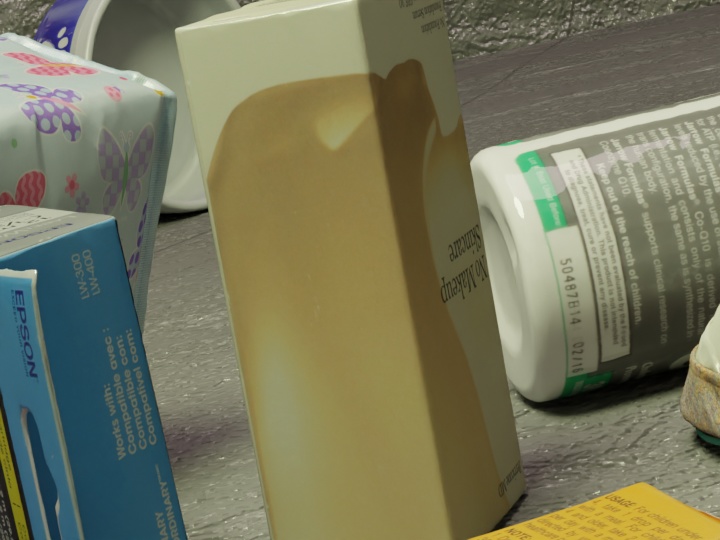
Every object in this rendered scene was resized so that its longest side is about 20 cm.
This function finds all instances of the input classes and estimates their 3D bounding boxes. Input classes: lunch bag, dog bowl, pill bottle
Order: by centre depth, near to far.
[{"bbox_3d":[-0.178,0.013,1.076,0.126,0.202,0.169,17,20,26],"label":"lunch bag"},{"bbox_3d":[0.154,-0.019,1.115,0.198,0.114,0.113,-13,9,-9],"label":"pill bottle"},{"bbox_3d":[-0.170,-0.144,2.054,0.078,0.202,0.199,-7,9,43],"label":"dog bowl"}]

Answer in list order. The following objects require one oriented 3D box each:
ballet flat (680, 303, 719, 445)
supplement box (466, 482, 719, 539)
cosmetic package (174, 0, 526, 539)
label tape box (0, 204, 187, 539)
[{"bbox_3d":[0.159,0.035,0.920,0.068,0.068,0.200,-13,9,-8],"label":"ballet flat"},{"bbox_3d":[0.006,0.114,0.631,0.199,0.067,0.069,-16,10,-21],"label":"supplement box"},{"bbox_3d":[0.000,0.000,0.917,0.071,0.202,0.105,-7,11,20],"label":"cosmetic package"},{"bbox_3d":[-0.106,0.056,0.886,0.066,0.145,0.200,-16,9,-24],"label":"label tape box"}]
